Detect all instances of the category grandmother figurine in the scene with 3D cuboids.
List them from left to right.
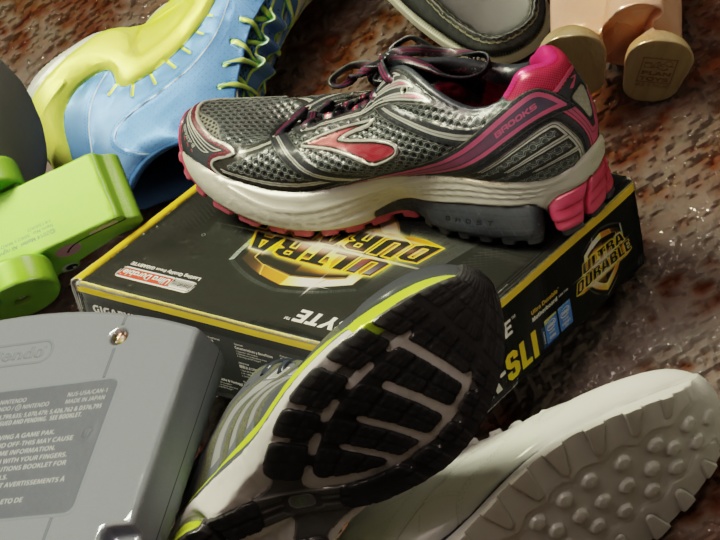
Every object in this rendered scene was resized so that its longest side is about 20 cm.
[{"bbox_3d":[0.123,-0.172,1.287,0.121,0.061,0.200,8,54,-11],"label":"grandmother figurine"}]

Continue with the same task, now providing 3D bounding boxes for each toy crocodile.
[{"bbox_3d":[-0.192,0.007,1.238,0.200,0.062,0.068,-29,68,3],"label":"toy crocodile"}]

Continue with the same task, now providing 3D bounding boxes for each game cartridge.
[{"bbox_3d":[-0.152,0.080,1.127,0.200,0.040,0.133,-7,52,32],"label":"game cartridge"}]

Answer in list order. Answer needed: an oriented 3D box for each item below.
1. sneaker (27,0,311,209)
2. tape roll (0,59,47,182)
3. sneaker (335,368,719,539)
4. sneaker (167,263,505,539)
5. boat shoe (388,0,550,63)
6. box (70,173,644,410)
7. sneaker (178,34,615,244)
[{"bbox_3d":[-0.065,-0.098,1.349,0.200,0.076,0.105,-37,62,-4],"label":"sneaker"},{"bbox_3d":[-0.254,-0.048,1.309,0.200,0.200,0.066,-12,47,22],"label":"tape roll"},{"bbox_3d":[0.053,0.095,1.101,0.200,0.076,0.081,-33,34,-1],"label":"sneaker"},{"bbox_3d":[-0.017,0.057,1.066,0.200,0.074,0.081,-44,28,31],"label":"sneaker"},{"bbox_3d":[0.021,-0.184,1.317,0.072,0.068,0.200,-33,75,0],"label":"boat shoe"},{"bbox_3d":[0.000,0.000,1.192,0.200,0.049,0.160,14,38,38],"label":"box"},{"bbox_3d":[0.012,-0.064,1.172,0.200,0.075,0.081,1,34,26],"label":"sneaker"}]
